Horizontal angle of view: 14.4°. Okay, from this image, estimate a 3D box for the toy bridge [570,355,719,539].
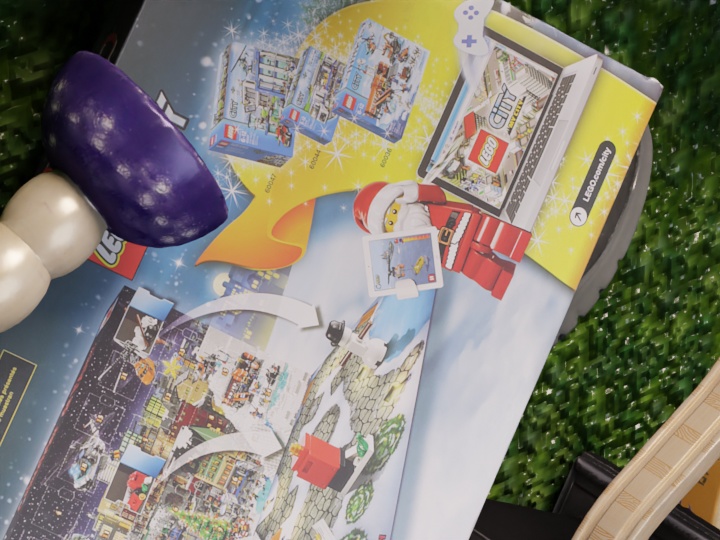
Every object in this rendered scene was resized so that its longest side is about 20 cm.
[{"bbox_3d":[0.085,0.094,0.813,0.067,0.027,0.200,14,101,-40],"label":"toy bridge"}]

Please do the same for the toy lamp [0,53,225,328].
[{"bbox_3d":[-0.118,0.037,0.640,0.200,0.058,0.058,-42,134,-12],"label":"toy lamp"}]

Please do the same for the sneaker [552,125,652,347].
[{"bbox_3d":[0.000,0.000,0.782,0.200,0.073,0.082,-40,132,-18],"label":"sneaker"}]

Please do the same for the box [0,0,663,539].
[{"bbox_3d":[-0.023,0.012,0.725,0.136,0.038,0.200,27,82,-17],"label":"box"}]

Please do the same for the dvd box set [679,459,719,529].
[{"bbox_3d":[0.151,0.137,1.018,0.146,0.029,0.201,-7,116,-39],"label":"dvd box set"}]

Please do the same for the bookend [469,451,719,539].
[{"bbox_3d":[-0.003,0.148,0.848,0.200,0.092,0.199,14,102,-43],"label":"bookend"}]
